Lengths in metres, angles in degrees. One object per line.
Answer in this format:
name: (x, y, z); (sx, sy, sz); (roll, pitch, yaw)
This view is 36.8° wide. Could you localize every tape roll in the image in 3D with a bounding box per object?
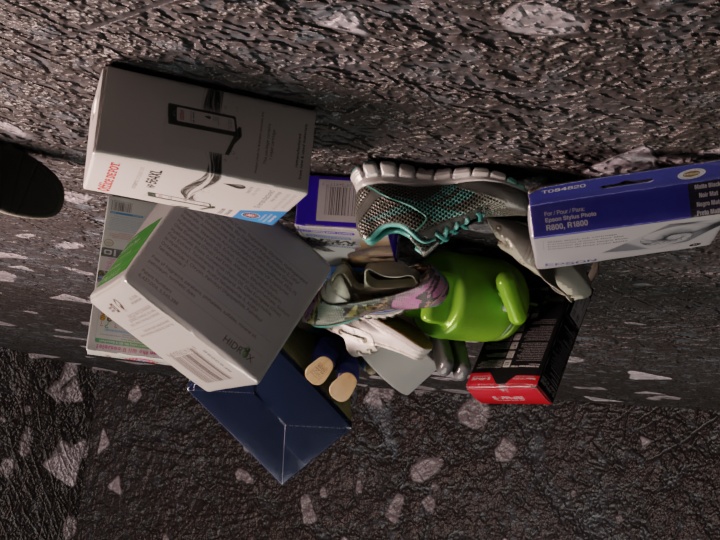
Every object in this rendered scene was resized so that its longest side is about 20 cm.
tape roll: (0.032, 0.082, 1.594); (0.071, 0.203, 0.202); (-41, 155, 9)

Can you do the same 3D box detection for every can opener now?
can opener: (0.117, 0.090, 1.552); (0.052, 0.067, 0.201); (14, -151, -16)

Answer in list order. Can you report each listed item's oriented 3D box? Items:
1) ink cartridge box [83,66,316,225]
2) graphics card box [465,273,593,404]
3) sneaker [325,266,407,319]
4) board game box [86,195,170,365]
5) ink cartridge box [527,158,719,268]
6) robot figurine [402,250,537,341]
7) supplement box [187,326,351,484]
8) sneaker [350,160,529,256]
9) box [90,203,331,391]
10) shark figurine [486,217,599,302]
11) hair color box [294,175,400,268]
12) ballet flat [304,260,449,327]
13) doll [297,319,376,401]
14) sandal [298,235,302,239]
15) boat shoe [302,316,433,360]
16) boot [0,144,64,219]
ink cartridge box: (-0.157, -0.113, 1.025); (0.196, 0.086, 0.146); (9, 168, -16)
graphics card box: (0.239, 0.093, 1.521); (0.124, 0.202, 0.051); (-7, 137, 44)
sneaker: (0.000, 0.000, 1.413); (0.198, 0.091, 0.078); (21, -149, 36)
board game box: (-0.273, 0.017, 1.422); (0.145, 0.204, 0.064); (9, 168, -13)
ink cartridge box: (0.270, -0.051, 1.101); (0.196, 0.041, 0.200); (-8, 166, 10)
robot figurine: (0.148, 0.037, 1.476); (0.197, 0.118, 0.174); (7, -178, -37)
supplement box: (-0.124, 0.150, 1.542); (0.200, 0.134, 0.200); (48, -168, -17)
sneaker: (0.084, -0.059, 1.135); (0.196, 0.093, 0.078); (4, 169, 14)
box: (-0.180, 0.015, 1.282); (0.199, 0.173, 0.198); (40, 158, -15)
shark figurine: (0.260, -0.011, 1.324); (0.213, 0.090, 0.128); (30, -171, -44)
hair color box: (-0.010, -0.053, 1.288); (0.107, 0.066, 0.200); (4, 170, 7)
ballet flat: (0.011, 0.020, 1.330); (0.197, 0.070, 0.072); (-9, 134, 24)
doll: (-0.036, 0.113, 1.528); (0.135, 0.049, 0.200); (35, -166, -5)
sandal: (-0.086, 0.002, 1.563); (0.056, 0.081, 0.202); (7, 156, 11)
boat shoe: (0.006, 0.085, 1.464); (0.198, 0.070, 0.070); (25, -171, 28)
boot: (-0.458, -0.106, 1.270); (0.201, 0.075, 0.153); (17, 168, -25)
